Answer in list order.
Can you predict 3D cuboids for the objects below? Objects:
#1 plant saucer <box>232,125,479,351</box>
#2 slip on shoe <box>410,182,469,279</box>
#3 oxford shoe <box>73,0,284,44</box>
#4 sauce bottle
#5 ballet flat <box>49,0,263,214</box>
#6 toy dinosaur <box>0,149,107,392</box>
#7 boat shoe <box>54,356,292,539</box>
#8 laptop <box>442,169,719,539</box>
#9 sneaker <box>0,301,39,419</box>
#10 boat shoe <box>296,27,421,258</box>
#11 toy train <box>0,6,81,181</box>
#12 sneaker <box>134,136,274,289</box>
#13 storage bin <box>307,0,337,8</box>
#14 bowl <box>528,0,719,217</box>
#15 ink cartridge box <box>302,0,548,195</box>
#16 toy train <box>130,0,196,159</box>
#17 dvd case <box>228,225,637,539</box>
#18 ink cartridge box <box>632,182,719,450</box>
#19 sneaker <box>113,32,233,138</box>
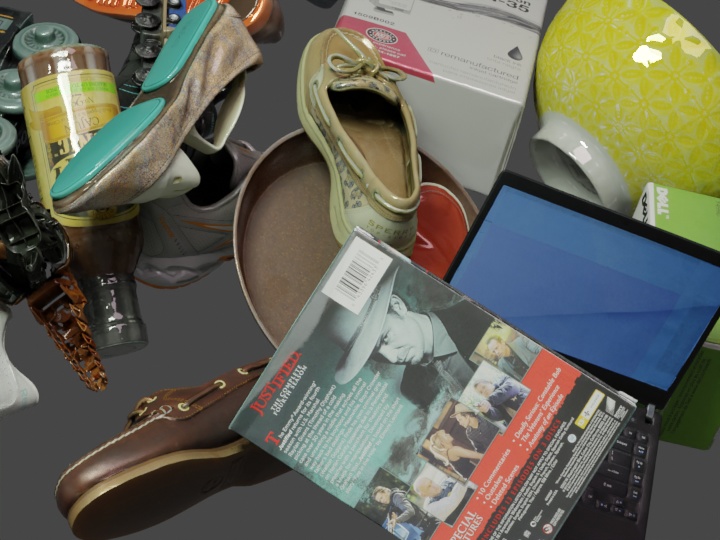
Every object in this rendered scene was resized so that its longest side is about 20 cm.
[{"bbox_3d":[0.000,0.000,1.637,0.200,0.034,0.201,12,63,-25],"label":"plant saucer"},{"bbox_3d":[0.043,0.031,1.592,0.074,0.061,0.201,20,59,-20],"label":"slip on shoe"},{"bbox_3d":[-0.148,-0.203,1.831,0.200,0.073,0.071,22,82,23],"label":"oxford shoe"},{"bbox_3d":[-0.173,-0.045,1.599,0.065,0.065,0.201,-9,78,-25],"label":"sauce bottle"},{"bbox_3d":[-0.118,-0.088,1.553,0.067,0.068,0.200,50,54,-22],"label":"ballet flat"},{"bbox_3d":[-0.213,-0.019,1.526,0.200,0.102,0.136,33,4,14],"label":"toy dinosaur"},{"bbox_3d":[-0.109,0.105,1.514,0.200,0.070,0.070,-16,59,-41],"label":"boat shoe"},{"bbox_3d":[0.127,0.072,1.516,0.177,0.103,0.201,20,63,-16],"label":"laptop"},{"bbox_3d":[-0.264,0.017,1.563,0.088,0.075,0.200,-3,53,-37],"label":"sneaker"},{"bbox_3d":[0.007,-0.093,1.610,0.073,0.063,0.200,2,48,-21],"label":"boat shoe"},{"bbox_3d":[-0.262,-0.106,1.676,0.114,0.085,0.200,13,44,13],"label":"toy train"},{"bbox_3d":[-0.071,-0.054,1.671,0.200,0.092,0.076,-20,54,-35],"label":"sneaker"},{"bbox_3d":[-0.054,-0.297,1.909,0.200,0.146,0.134,32,72,15],"label":"storage bin"},{"bbox_3d":[0.183,-0.095,1.747,0.108,0.200,0.200,-39,64,-15],"label":"bowl"},{"bbox_3d":[0.051,-0.154,1.796,0.146,0.083,0.200,17,33,0],"label":"ink cartridge box"},{"bbox_3d":[-0.130,-0.131,1.664,0.046,0.034,0.200,4,37,-9],"label":"toy train"},{"bbox_3d":[0.043,0.087,1.475,0.200,0.022,0.146,32,89,3],"label":"dvd case"},{"bbox_3d":[0.225,-0.005,1.638,0.075,0.200,0.148,12,43,-6],"label":"ink cartridge box"},{"bbox_3d":[-0.143,-0.104,1.711,0.079,0.076,0.200,23,44,2],"label":"sneaker"}]
